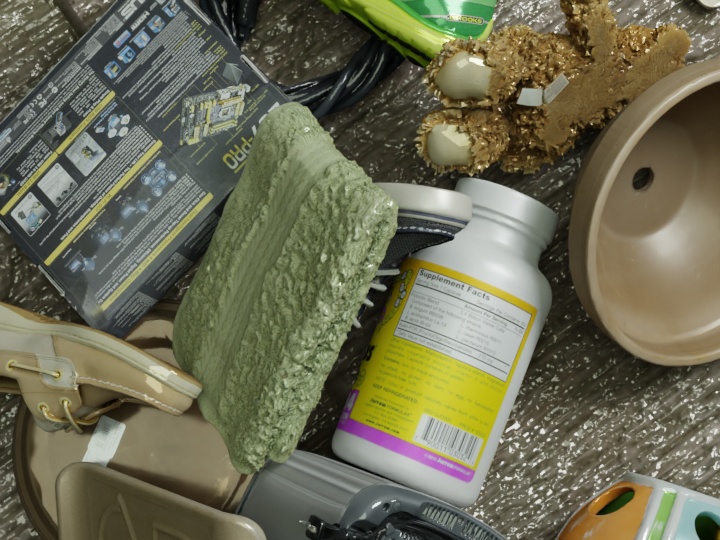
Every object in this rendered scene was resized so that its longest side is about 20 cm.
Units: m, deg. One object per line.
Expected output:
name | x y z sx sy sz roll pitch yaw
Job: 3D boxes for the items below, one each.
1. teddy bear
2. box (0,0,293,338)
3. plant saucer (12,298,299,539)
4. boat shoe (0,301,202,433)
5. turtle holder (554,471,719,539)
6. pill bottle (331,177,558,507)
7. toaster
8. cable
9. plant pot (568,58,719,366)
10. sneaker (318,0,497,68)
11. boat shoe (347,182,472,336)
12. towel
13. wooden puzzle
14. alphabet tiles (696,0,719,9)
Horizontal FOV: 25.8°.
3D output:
teddy bear | 0.120 -0.126 1.037 0.199 0.146 0.067 -28 42 -15
box | -0.152 -0.080 1.060 0.200 0.049 0.161 -46 71 2
plant saucer | -0.141 0.119 1.068 0.198 0.029 0.202 0 84 2
boat shoe | -0.191 0.072 1.019 0.199 0.074 0.070 13 76 32
turtle holder | 0.205 0.207 0.990 0.184 0.141 0.133 17 83 4
pill bottle | 0.062 0.046 1.034 0.104 0.104 0.201 22 83 4
toaster | 0.002 0.184 0.977 0.199 0.129 0.114 29 81 -36
cable | -0.034 -0.193 1.094 0.200 0.051 0.163 -43 84 -3
plant pot | 0.207 -0.047 1.027 0.199 0.093 0.203 -12 117 -25
sneaker | 0.005 -0.211 1.042 0.199 0.074 0.084 36 83 0
boat shoe | 0.000 0.000 1.006 0.074 0.199 0.094 11 81 -30
towel | -0.054 0.010 0.977 0.148 0.036 0.201 48 118 45
wooden puzzle | -0.115 0.222 0.982 0.046 0.199 0.187 -11 102 -42
alphabet tiles | 0.230 -0.291 1.117 0.200 0.015 0.196 -39 84 -3
